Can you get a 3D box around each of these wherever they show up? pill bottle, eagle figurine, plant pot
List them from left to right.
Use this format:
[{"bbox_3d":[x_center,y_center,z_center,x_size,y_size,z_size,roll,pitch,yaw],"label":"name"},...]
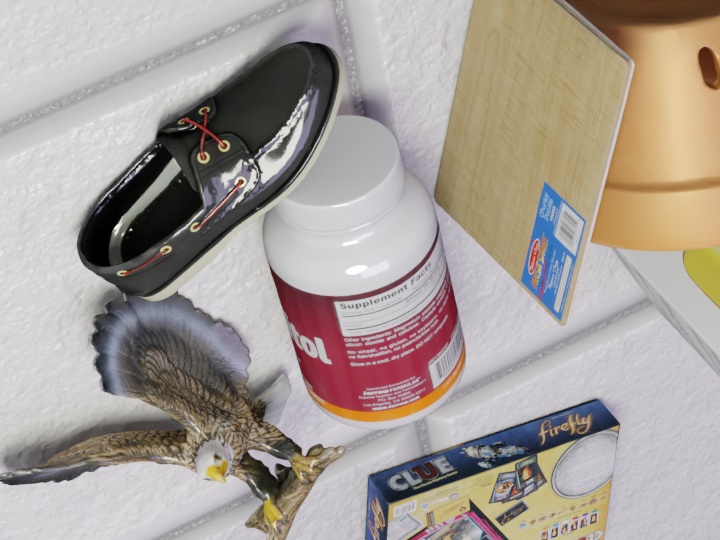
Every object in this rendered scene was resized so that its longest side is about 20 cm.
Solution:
[{"bbox_3d":[-0.117,0.105,1.571,0.200,0.151,0.152,26,67,-14],"label":"eagle figurine"},{"bbox_3d":[0.000,0.000,1.545,0.113,0.113,0.200,-26,135,-12],"label":"pill bottle"},{"bbox_3d":[0.204,-0.118,1.538,0.200,0.200,0.140,-20,118,-18],"label":"plant pot"}]

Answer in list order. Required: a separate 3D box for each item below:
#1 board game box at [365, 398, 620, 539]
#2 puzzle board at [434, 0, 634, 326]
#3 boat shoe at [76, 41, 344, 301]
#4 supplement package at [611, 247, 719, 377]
[{"bbox_3d":[0.099,0.185,1.825,0.200,0.035,0.136,-16,133,-22],"label":"board game box"},{"bbox_3d":[0.109,-0.086,1.515,0.017,0.151,0.200,-15,133,-30],"label":"puzzle board"},{"bbox_3d":[-0.090,-0.064,1.458,0.201,0.074,0.063,-45,145,14],"label":"boat shoe"},{"bbox_3d":[0.297,0.008,1.684,0.152,0.200,0.151,-40,137,2],"label":"supplement package"}]
